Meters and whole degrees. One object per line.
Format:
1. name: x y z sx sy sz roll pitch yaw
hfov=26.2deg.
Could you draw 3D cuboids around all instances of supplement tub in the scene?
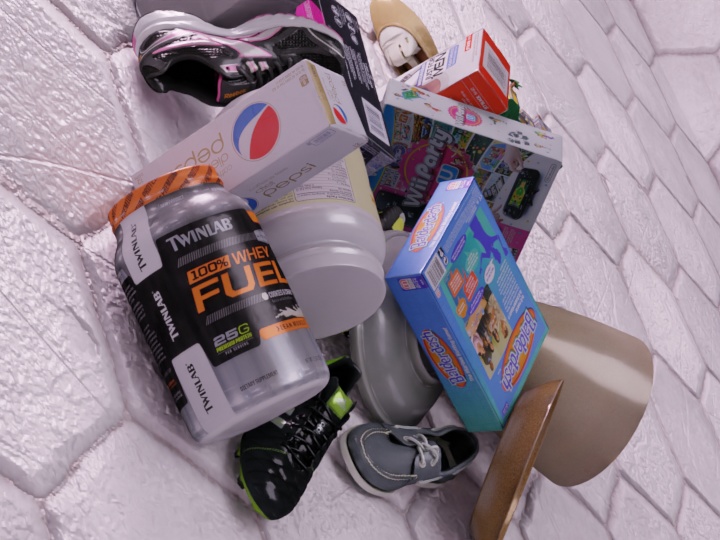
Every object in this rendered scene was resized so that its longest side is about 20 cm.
1. supplement tub: -0.058 -0.053 1.409 0.145 0.145 0.201 29 38 -49
2. supplement tub: -0.117 0.025 1.229 0.201 0.122 0.122 63 24 9

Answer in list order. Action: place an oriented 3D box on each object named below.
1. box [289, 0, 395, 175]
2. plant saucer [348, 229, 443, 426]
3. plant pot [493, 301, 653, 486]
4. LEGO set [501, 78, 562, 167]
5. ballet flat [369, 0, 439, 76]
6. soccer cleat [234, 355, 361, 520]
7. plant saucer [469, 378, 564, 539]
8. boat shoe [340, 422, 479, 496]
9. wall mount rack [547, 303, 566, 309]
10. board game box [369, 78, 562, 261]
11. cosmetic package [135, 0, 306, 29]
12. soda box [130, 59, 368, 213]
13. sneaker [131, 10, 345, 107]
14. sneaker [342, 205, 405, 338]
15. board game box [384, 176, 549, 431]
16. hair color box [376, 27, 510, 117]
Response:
1. box: -0.062 -0.188 1.596 0.132 0.114 0.201 31 38 -50
2. plant saucer: 0.054 0.059 1.527 0.200 0.050 0.201 11 77 -61
3. plant pot: 0.184 0.109 1.695 0.200 0.187 0.188 31 34 -21
4. LEGO set: 0.146 -0.147 1.877 0.154 0.200 0.116 34 24 -21
5. ballet flat: 0.073 -0.269 2.020 0.200 0.069 0.063 52 39 -14
6. soccer cleat: -0.049 0.132 1.293 0.068 0.081 0.200 53 25 -16
7. plant saucer: 0.151 0.196 1.544 0.035 0.201 0.200 21 22 10
8. boat shoe: 0.049 0.170 1.468 0.200 0.062 0.073 14 49 -59
9. wall mount rack: 0.135 0.002 1.775 0.174 0.075 0.200 49 16 30
10. board game box: 0.100 -0.104 1.674 0.199 0.148 0.064 18 35 -5
11. cosmetic package: -0.119 -0.291 1.495 0.090 0.200 0.107 4 61 -60
12. soda box: -0.096 -0.095 1.310 0.064 0.200 0.068 16 48 -58
13. sneaker: -0.113 -0.184 1.441 0.087 0.199 0.081 -98 -170 -47
14. sneaker: 0.000 0.000 1.570 0.077 0.075 0.200 60 33 -17
15. board game box: 0.109 0.034 1.516 0.200 0.045 0.152 61 40 -28
16. hair color box: 0.067 -0.179 1.732 0.064 0.200 0.111 50 26 -23
